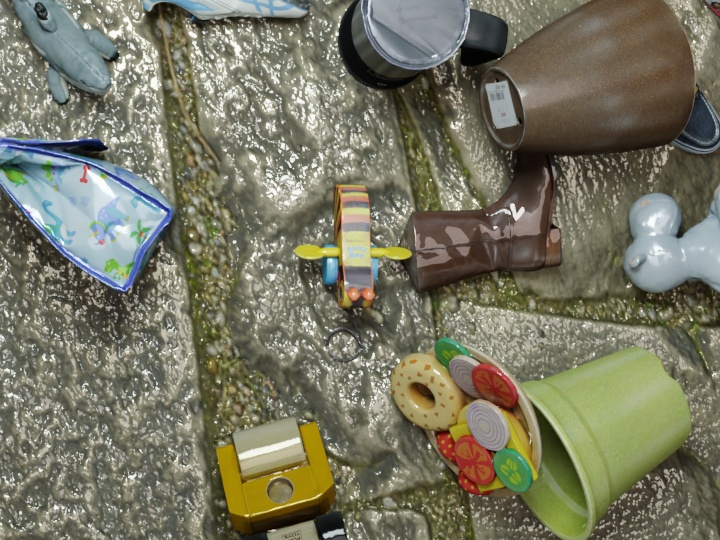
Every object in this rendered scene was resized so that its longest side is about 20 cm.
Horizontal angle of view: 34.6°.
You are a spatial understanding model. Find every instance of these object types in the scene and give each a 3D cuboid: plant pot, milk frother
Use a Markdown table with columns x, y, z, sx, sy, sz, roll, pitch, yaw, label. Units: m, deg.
| x | y | z | sx | sy | sz | roll | pitch | yaw | label |
| --- | --- | --- | --- | --- | --- | --- | --- | --- | --- |
| 0.281 | 0.188 | 1.362 | 0.182 | 0.200 | 0.203 | -24 | 96 | -19 | plant pot |
| 0.067 | -0.318 | 1.290 | 0.177 | 0.188 | 0.204 | -9 | 94 | -10 | milk frother |
| 0.239 | -0.207 | 1.304 | 0.197 | 0.186 | 0.190 | -18 | 96 | -22 | plant pot |

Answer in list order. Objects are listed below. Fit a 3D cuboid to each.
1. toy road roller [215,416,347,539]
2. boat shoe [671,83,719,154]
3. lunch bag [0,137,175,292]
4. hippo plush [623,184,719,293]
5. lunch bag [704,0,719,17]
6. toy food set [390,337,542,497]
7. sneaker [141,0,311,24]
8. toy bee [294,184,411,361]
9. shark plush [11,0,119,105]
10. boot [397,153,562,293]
| x | y | z | sx | sy | sz | roll | pitch | yaw | label |
| --- | --- | --- | --- | --- | --- | --- | --- | --- | --- |
| -0.088 | 0.289 | 1.343 | 0.121 | 0.147 | 0.202 | -13 | 58 | -8 | toy road roller |
| 0.377 | -0.218 | 1.396 | 0.200 | 0.091 | 0.071 | 43 | 86 | -9 | boat shoe |
| -0.304 | -0.078 | 1.248 | 0.198 | 0.170 | 0.129 | 31 | 88 | -8 | lunch bag |
| 0.404 | -0.018 | 1.406 | 0.158 | 0.159 | 0.204 | -3 | 77 | 21 | hippo plush |
| 0.536 | -0.356 | 1.426 | 0.199 | 0.082 | 0.177 | 38 | 82 | -11 | lunch bag |
| 0.127 | 0.172 | 1.327 | 0.048 | 0.197 | 0.202 | -26 | 89 | -37 | toy food set |
| -0.155 | -0.315 | 1.322 | 0.197 | 0.072 | 0.073 | 7 | 126 | -16 | sneaker |
| 0.000 | 0.000 | 1.335 | 0.129 | 0.109 | 0.203 | -21 | 96 | -10 | toy bee |
| -0.339 | -0.281 | 1.276 | 0.090 | 0.083 | 0.202 | -29 | 97 | -7 | shark plush |
| 0.136 | -0.078 | 1.382 | 0.196 | 0.064 | 0.190 | -8 | 92 | -4 | boot |
